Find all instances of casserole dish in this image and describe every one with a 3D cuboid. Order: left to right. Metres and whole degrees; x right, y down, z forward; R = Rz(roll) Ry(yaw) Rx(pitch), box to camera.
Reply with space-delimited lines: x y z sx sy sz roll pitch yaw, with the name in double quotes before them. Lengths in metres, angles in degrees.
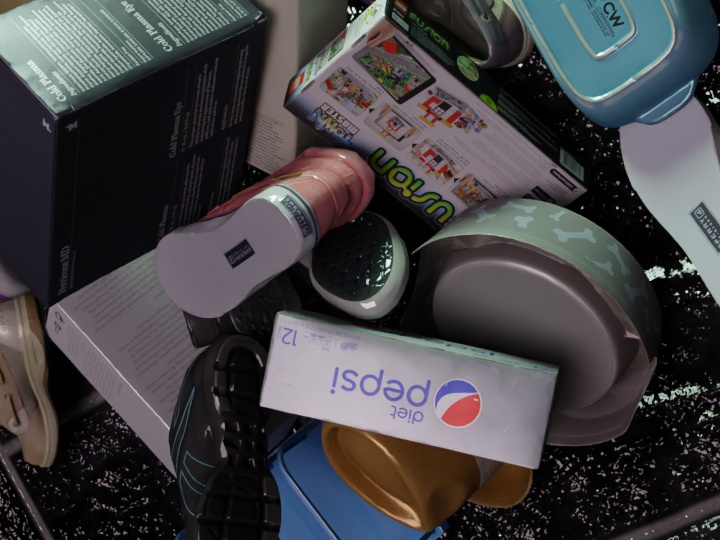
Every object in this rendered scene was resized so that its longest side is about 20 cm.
"casserole dish" 0.158 -0.191 1.197 0.121 0.039 0.201 -35 77 31

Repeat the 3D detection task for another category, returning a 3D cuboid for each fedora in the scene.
"fedora" 0.033 0.130 1.320 0.199 0.082 0.201 29 152 17

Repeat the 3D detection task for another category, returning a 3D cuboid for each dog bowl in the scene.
"dog bowl" 0.123 0.034 1.259 0.199 0.059 0.201 21 139 19

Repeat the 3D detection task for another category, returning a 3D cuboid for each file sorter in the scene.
"file sorter" -0.059 0.223 1.427 0.200 0.122 0.139 -42 82 33

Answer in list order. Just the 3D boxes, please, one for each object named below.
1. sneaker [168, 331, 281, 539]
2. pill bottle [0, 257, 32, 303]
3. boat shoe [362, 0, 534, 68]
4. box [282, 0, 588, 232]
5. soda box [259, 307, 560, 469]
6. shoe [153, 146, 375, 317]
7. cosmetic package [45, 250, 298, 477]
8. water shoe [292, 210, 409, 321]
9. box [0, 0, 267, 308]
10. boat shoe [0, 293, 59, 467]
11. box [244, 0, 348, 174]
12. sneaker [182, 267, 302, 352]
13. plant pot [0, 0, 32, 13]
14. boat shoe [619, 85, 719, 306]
"sneaker" -0.105 0.150 1.337 0.079 0.075 0.202 -15 67 53
"pill bottle" -0.361 -0.015 1.534 0.198 0.104 0.105 -9 101 31
"boat shoe" 0.034 -0.208 1.267 0.199 0.065 0.072 37 119 14
"box" 0.055 -0.096 1.252 0.200 0.035 0.110 38 126 -22
"soda box" 0.035 0.080 1.220 0.198 0.063 0.069 12 94 7
"shoe" -0.069 -0.028 1.281 0.200 0.091 0.072 -26 98 53
"cosmetic package" -0.153 0.079 1.436 0.200 0.101 0.071 47 152 10
"water shoe" 0.000 0.000 1.304 0.071 0.200 0.079 -40 117 -3
"box" -0.177 -0.105 1.266 0.104 0.181 0.201 43 144 23
"boat shoe" -0.298 0.099 1.519 0.201 0.064 0.073 94 161 -49
"box" -0.058 -0.170 1.294 0.082 0.068 0.201 28 136 24
"sneaker" -0.098 -0.010 1.408 0.103 0.060 0.202 -14 67 -2
"plant pot" -0.288 -0.126 1.377 0.186 0.187 0.201 26 136 20
"boat shoe" 0.245 -0.045 1.198 0.072 0.067 0.201 -44 60 27
